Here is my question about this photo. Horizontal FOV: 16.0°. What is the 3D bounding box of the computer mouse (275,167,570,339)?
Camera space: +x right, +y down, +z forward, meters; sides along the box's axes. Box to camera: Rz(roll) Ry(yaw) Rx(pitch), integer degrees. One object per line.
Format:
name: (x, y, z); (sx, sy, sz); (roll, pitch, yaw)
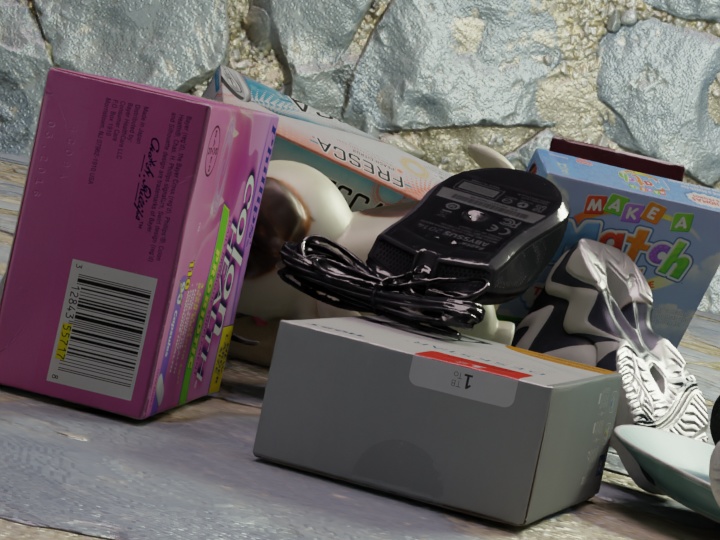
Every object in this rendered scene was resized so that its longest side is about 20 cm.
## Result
computer mouse: (0.053, -0.005, 1.539); (0.138, 0.053, 0.200); (19, 31, 29)

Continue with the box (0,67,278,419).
box: (-0.127, -0.017, 1.476); (0.096, 0.177, 0.200); (13, 3, 7)

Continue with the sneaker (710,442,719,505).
sneaker: (0.261, 0.110, 1.361); (0.198, 0.080, 0.130); (12, 19, -15)

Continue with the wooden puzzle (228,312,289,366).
wooden puzzle: (-0.028, 0.009, 1.852); (0.184, 0.037, 0.200); (14, 39, 20)

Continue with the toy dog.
toy dog: (0.000, 0.000, 1.636); (0.199, 0.195, 0.140); (19, 15, -8)

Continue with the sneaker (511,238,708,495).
sneaker: (0.145, 0.090, 1.661); (0.079, 0.130, 0.200); (13, 41, -37)

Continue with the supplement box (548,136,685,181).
supplement box: (0.180, 0.004, 2.006); (0.108, 0.201, 0.061); (13, 3, 4)

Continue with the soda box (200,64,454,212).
soda box: (-0.025, -0.065, 1.788); (0.199, 0.064, 0.069); (25, 26, -19)

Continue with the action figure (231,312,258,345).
action figure: (-0.149, -0.016, 1.732); (0.102, 0.200, 0.119); (-21, 36, 19)

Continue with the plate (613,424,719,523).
plate: (0.239, 0.137, 1.499); (0.199, 0.026, 0.200); (19, 5, -2)

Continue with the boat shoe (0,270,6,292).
boat shoe: (-0.143, -0.027, 1.621); (0.074, 0.200, 0.065); (54, 11, -9)

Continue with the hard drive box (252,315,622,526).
hard drive box: (0.048, 0.080, 1.424); (0.155, 0.077, 0.200); (13, 4, 15)

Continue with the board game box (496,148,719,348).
board game box: (0.153, 0.021, 1.754); (0.150, 0.201, 0.037); (11, 31, -20)

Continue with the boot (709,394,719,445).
boot: (0.360, 0.139, 1.802); (0.199, 0.070, 0.174); (21, 2, 34)
